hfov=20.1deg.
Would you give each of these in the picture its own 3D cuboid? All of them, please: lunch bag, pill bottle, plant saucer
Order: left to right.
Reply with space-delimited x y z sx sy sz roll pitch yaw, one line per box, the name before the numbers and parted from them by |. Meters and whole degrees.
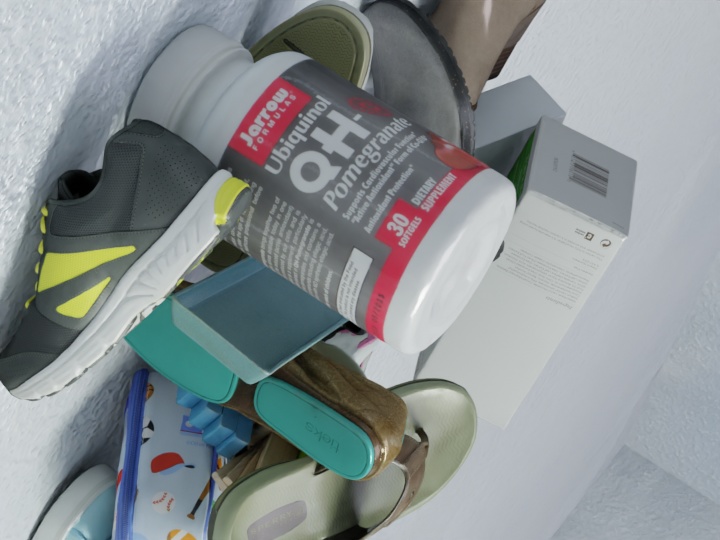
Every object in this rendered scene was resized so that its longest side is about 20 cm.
lunch bag | -0.123 0.168 1.357 0.200 0.075 0.161 92 -3 -50
plant saucer | -0.050 0.022 1.187 0.019 0.070 0.200 -55 172 18
pill bottle | -0.025 -0.050 1.102 0.111 0.200 0.111 -52 164 -21

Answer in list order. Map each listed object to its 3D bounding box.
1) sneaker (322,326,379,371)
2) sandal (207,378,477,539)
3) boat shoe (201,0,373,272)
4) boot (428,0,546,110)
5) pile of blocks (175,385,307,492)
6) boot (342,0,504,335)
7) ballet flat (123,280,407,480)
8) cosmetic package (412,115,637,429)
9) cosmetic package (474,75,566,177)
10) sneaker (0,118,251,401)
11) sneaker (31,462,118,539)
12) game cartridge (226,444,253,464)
sneaker | -0.034 0.090 1.506 0.200 0.080 0.087 -65 167 -68
sandal | -0.001 0.134 1.231 0.201 0.057 0.080 -29 111 -32
boat shoe | -0.044 -0.088 1.229 0.068 0.075 0.200 -39 167 -53
boot | 0.081 -0.194 1.431 0.200 0.070 0.147 -37 149 -58
pile of blocks | -0.058 0.094 1.276 0.062 0.200 0.082 -40 176 41
boot | 0.011 -0.068 1.322 0.131 0.201 0.070 -25 -169 -25
ballet flat | -0.056 0.053 1.213 0.072 0.199 0.068 -41 154 -52
cosmetic package | 0.120 0.004 1.477 0.200 0.085 0.108 -61 -172 34
cosmetic package | 0.046 -0.049 1.499 0.199 0.052 0.151 -22 149 -30
sneaker | -0.140 -0.008 1.082 0.200 0.085 0.074 -42 -177 31
sneaker | -0.188 0.227 1.366 0.074 0.082 0.201 -26 142 -65
game cartridge | -0.075 0.111 1.388 0.133 0.040 0.201 85 1 -62
